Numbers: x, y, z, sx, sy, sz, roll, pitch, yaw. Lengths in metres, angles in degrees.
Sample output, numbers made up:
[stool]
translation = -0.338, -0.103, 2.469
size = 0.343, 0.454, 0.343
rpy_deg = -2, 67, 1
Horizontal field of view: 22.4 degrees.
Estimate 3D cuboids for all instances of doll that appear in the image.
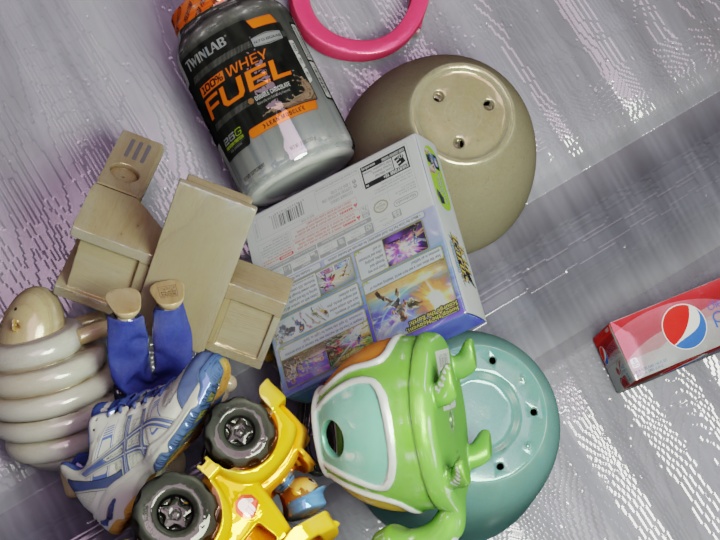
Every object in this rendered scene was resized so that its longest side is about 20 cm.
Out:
[doll]
translation = -0.176, 0.107, 1.613
size = 0.136, 0.201, 0.049
rpy_deg = -11, 33, -17

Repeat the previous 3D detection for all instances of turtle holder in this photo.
[turtle holder]
translation = 0.036, 0.146, 1.531
size = 0.131, 0.141, 0.186
rpy_deg = -8, 119, 15

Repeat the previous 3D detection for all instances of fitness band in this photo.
[fitness band]
translation = 0.003, -0.305, 1.846
size = 0.143, 0.037, 0.201
rpy_deg = 12, 73, -2

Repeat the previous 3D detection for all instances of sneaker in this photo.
[sneaker]
translation = -0.189, 0.133, 1.544
size = 0.088, 0.075, 0.200
rpy_deg = 41, 114, 9

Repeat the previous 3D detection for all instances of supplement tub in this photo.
[supplement tub]
translation = -0.098, -0.174, 1.749
size = 0.122, 0.123, 0.201
rpy_deg = -25, 80, -14

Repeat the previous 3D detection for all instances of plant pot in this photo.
[plant pot]
translation = 0.093, 0.146, 1.674
size = 0.199, 0.161, 0.202
rpy_deg = 2, 76, -7

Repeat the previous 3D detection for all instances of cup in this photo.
[cup]
translation = 0.086, -0.127, 1.753
size = 0.199, 0.143, 0.202
rpy_deg = 2, 76, -8

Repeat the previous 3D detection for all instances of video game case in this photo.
[video game case]
translation = 0.000, 0.000, 1.655
size = 0.199, 0.045, 0.182
rpy_deg = -26, 64, 24

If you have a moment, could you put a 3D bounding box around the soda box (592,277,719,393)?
[soda box]
translation = 0.333, 0.051, 1.780
size = 0.199, 0.070, 0.064
rpy_deg = -21, 78, -13

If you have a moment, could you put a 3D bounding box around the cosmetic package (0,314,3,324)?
[cosmetic package]
translation = -0.410, 0.114, 1.666
size = 0.082, 0.051, 0.201
rpy_deg = 29, 73, -2

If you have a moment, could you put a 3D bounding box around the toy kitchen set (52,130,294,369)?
[toy kitchen set]
translation = -0.145, -0.052, 1.651
size = 0.199, 0.164, 0.181
rpy_deg = 21, 34, -4

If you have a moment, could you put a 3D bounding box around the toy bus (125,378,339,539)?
[toy bus]
translation = -0.085, 0.221, 1.529
size = 0.192, 0.136, 0.200
rpy_deg = 38, 72, 8

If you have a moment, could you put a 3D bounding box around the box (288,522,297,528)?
[box]
translation = -0.050, 0.321, 1.631
size = 0.200, 0.115, 0.132
rpy_deg = 35, 73, 2

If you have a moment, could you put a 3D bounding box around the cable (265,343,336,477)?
[cable]
translation = -0.058, 0.094, 1.740
size = 0.097, 0.050, 0.201
rpy_deg = -23, 92, -30

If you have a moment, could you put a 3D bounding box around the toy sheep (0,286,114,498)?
[toy sheep]
translation = -0.276, 0.111, 1.649
size = 0.137, 0.138, 0.201
rpy_deg = -15, 101, -12
